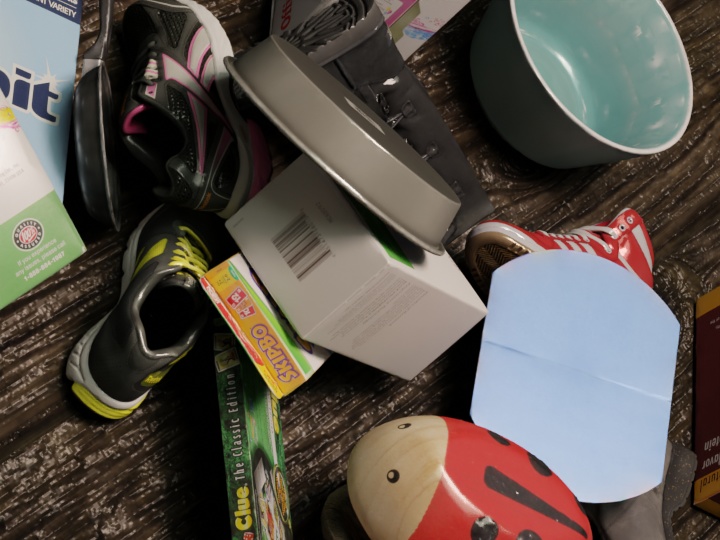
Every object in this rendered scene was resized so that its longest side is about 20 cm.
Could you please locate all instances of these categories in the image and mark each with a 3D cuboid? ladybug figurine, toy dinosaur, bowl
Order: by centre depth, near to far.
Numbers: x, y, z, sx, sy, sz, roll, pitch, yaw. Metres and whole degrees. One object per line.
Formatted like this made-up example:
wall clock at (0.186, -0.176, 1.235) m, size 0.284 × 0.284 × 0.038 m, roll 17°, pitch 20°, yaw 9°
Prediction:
ladybug figurine at (0.085, 0.165, 1.586) m, size 0.199 × 0.072 × 0.137 m, roll 28°, pitch 47°, yaw -22°
toy dinosaur at (0.014, 0.183, 1.623) m, size 0.199 × 0.077 × 0.103 m, roll -11°, pitch 62°, yaw -40°
bowl at (0.167, -0.165, 1.919) m, size 0.200 × 0.105 × 0.202 m, roll 21°, pitch 55°, yaw -32°

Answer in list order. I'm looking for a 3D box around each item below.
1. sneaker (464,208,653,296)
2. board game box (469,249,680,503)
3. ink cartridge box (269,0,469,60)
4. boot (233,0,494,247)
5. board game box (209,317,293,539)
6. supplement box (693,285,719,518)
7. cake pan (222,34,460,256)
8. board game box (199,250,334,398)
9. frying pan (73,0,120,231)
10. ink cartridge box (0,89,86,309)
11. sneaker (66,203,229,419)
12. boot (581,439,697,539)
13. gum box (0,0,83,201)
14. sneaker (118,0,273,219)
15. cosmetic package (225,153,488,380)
sneaker at (0.162, -0.015, 1.853) m, size 0.199 × 0.071 × 0.113 m, roll 33°, pitch 52°, yaw -33°
board game box at (0.156, 0.083, 1.756) m, size 0.157 × 0.039 × 0.202 m, roll 17°, pitch 62°, yaw -12°
ink cartridge box at (0.025, -0.239, 1.752) m, size 0.084 × 0.200 × 0.145 m, roll 35°, pitch 35°, yaw -25°
boot at (-0.014, -0.085, 1.729) m, size 0.201 × 0.164 × 0.066 m, roll 58°, pitch 13°, yaw -32°
board game box at (-0.069, 0.141, 1.554) m, size 0.105 × 0.023 × 0.202 m, roll 56°, pitch 24°, yaw -62°
supplement box at (0.385, 0.095, 1.896) m, size 0.132 × 0.197 × 0.201 m, roll 27°, pitch 51°, yaw -27°
cake pan at (-0.007, -0.089, 1.576) m, size 0.200 × 0.037 × 0.200 m, roll 41°, pitch 7°, yaw -6°
board game box at (-0.057, 0.027, 1.598) m, size 0.096 × 0.030 × 0.200 m, roll 56°, pitch 14°, yaw -2°
frying pan at (-0.179, -0.121, 1.579) m, size 0.031 × 0.115 × 0.192 m, roll -6°, pitch 92°, yaw -2°
ink cartridge box at (-0.283, -0.061, 1.422) m, size 0.145 × 0.087 × 0.201 m, roll -36°, pitch 108°, yaw -31°
sneaker at (-0.123, 0.015, 1.574) m, size 0.074 × 0.084 × 0.201 m, roll 39°, pitch 46°, yaw -18°
boot at (0.177, 0.181, 1.771) m, size 0.131 × 0.070 × 0.201 m, roll 33°, pitch 41°, yaw -14°
gum box at (-0.273, -0.128, 1.552) m, size 0.169 × 0.044 × 0.202 m, roll 22°, pitch 55°, yaw -31°
sneaker at (-0.132, -0.120, 1.620) m, size 0.086 × 0.081 × 0.201 m, roll 2°, pitch 42°, yaw -35°
cosmetic package at (0.000, 0.000, 1.620) m, size 0.108 × 0.085 × 0.200 m, roll 54°, pitch 13°, yaw 21°
